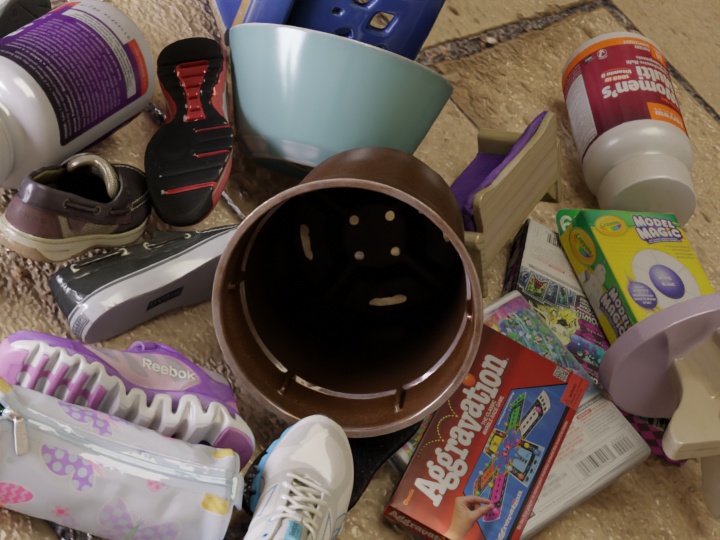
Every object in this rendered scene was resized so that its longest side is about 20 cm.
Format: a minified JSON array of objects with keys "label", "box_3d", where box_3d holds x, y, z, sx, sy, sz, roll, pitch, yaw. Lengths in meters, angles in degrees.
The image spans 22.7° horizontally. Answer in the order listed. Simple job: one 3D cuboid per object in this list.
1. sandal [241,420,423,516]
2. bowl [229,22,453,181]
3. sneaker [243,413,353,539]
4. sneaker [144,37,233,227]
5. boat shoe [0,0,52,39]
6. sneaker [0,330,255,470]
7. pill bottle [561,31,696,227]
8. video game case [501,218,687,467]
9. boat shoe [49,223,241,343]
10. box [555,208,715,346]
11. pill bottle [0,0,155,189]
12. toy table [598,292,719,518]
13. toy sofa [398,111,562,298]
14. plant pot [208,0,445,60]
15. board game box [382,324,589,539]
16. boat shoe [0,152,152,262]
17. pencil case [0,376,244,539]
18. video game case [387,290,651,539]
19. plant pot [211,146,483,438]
[{"label":"sandal","box_3d":[-0.020,0.147,1.364,0.075,0.045,0.200,43,40,13]},{"label":"bowl","box_3d":[-0.029,-0.131,1.537,0.200,0.201,0.106,17,84,-19]},{"label":"sneaker","box_3d":[-0.047,0.183,1.236,0.075,0.087,0.201,23,60,-6]},{"label":"sneaker","box_3d":[-0.132,-0.103,1.500,0.073,0.087,0.201,-5,49,7]},{"label":"boat shoe","box_3d":[-0.332,-0.182,1.463,0.064,0.075,0.202,8,36,27]},{"label":"sneaker","box_3d":[-0.172,0.086,1.305,0.199,0.081,0.089,22,35,-21]},{"label":"pill bottle","box_3d":[0.266,-0.132,1.767,0.109,0.110,0.201,13,45,-22]},{"label":"video game case","box_3d":[0.217,0.062,1.605,0.199,0.036,0.182,26,42,-9]},{"label":"boat shoe","box_3d":[-0.154,-0.004,1.404,0.200,0.069,0.057,-24,66,-42]},{"label":"box","box_3d":[0.260,0.015,1.614,0.117,0.048,0.201,1,49,-33]},{"label":"pill bottle","box_3d":[-0.262,-0.133,1.421,0.111,0.112,0.200,40,41,7]},{"label":"toy table","box_3d":[0.309,0.101,1.485,0.199,0.184,0.117,-13,45,-19]},{"label":"toy sofa","box_3d":[0.107,-0.067,1.591,0.082,0.098,0.200,9,34,26]},{"label":"plant pot","box_3d":[-0.041,-0.294,1.662,0.179,0.200,0.201,-2,52,-26]},{"label":"board game box","box_3d":[0.102,0.139,1.417,0.103,0.019,0.200,28,52,3]},{"label":"boat shoe","box_3d":[-0.210,-0.058,1.388,0.072,0.065,0.200,33,22,13]},{"label":"pencil case","box_3d":[-0.182,0.136,1.234,0.199,0.091,0.083,20,42,-17]},{"label":"video game case","box_3d":[0.111,0.125,1.457,0.199,0.024,0.182,-27,68,-32]},{"label":"plant pot","box_3d":[0.000,0.000,1.393,0.200,0.201,0.198,31,18,-4]}]
